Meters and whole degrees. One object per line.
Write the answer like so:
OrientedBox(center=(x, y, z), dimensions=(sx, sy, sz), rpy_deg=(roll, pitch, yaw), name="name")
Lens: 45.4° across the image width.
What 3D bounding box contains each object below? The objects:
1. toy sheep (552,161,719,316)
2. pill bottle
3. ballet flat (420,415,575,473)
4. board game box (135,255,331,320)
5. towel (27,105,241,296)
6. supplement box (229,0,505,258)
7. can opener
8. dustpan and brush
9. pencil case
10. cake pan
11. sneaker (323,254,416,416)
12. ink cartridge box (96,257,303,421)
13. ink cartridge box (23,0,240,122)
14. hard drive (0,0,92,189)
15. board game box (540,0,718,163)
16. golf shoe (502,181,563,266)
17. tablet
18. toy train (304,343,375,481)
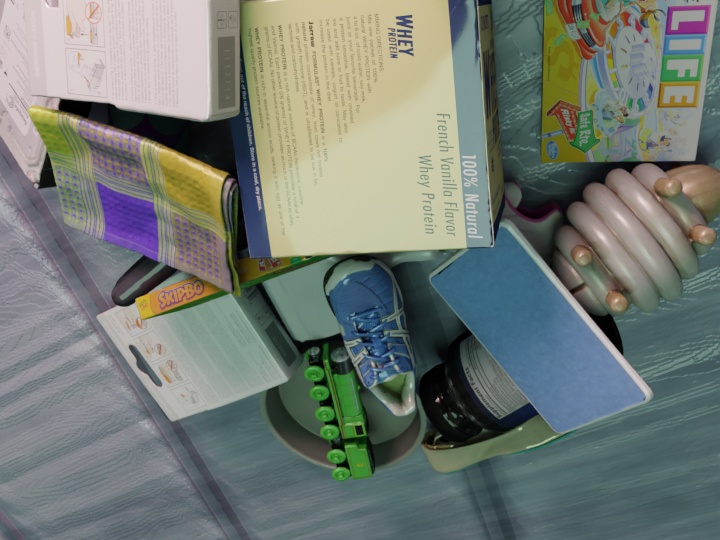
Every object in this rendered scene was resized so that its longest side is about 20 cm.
OrientedBox(center=(0.236, -0.022, 0.761), dimensions=(0.199, 0.138, 0.138), rpy_deg=(-35, 115, 10), name="toy sheep")
OrientedBox(center=(0.158, 0.097, 0.887), dimensions=(0.112, 0.112, 0.200), rpy_deg=(40, 125, -18), name="pill bottle")
OrientedBox(center=(0.154, 0.180, 0.985), dimensions=(0.199, 0.070, 0.070), rpy_deg=(-28, 117, 28), name="ballet flat")
OrientedBox(center=(-0.108, 0.002, 0.823), dimensions=(0.198, 0.095, 0.030), rpy_deg=(-17, 90, 19), name="board game box")
OrientedBox(center=(-0.187, -0.058, 0.734), dimensions=(0.198, 0.023, 0.144), rpy_deg=(23, 142, 12), name="towel")
OrientedBox(center=(0.010, -0.126, 0.700), dimensions=(0.198, 0.134, 0.202), rpy_deg=(-3, 107, 14), name="supplement box")
OrientedBox(center=(-0.163, -0.032, 0.844), dimensions=(0.199, 0.063, 0.079), rpy_deg=(-36, 97, -5), name="can opener")
OrientedBox(center=(0.000, 0.000, 0.892), dimensions=(0.198, 0.057, 0.140), rpy_deg=(-7, 127, 25), name="dustpan and brush")
OrientedBox(center=(-0.204, -0.136, 0.803), dimensions=(0.091, 0.086, 0.201), rpy_deg=(6, 129, -9), name="pencil case")
OrientedBox(center=(-0.019, 0.159, 1.018), dimensions=(0.198, 0.037, 0.202), rpy_deg=(6, 127, 7), name="cake pan")
OrientedBox(center=(0.021, 0.066, 0.858), dimensions=(0.075, 0.077, 0.201), rpy_deg=(-24, 132, 1), name="sneaker")
OrientedBox(center=(-0.183, 0.076, 0.970), dimensions=(0.199, 0.047, 0.161), rpy_deg=(-23, 107, 34), name="ink cartridge box")
OrientedBox(center=(-0.172, -0.222, 0.635), dimensions=(0.175, 0.045, 0.202), rpy_deg=(12, 110, 24), name="ink cartridge box")
OrientedBox(center=(-0.283, -0.191, 0.759), dimensions=(0.140, 0.038, 0.201), rpy_deg=(52, 133, 21), name="hard drive")
OrientedBox(center=(0.217, -0.185, 0.710), dimensions=(0.133, 0.034, 0.202), rpy_deg=(0, 126, 11), name="board game box")
OrientedBox(center=(0.100, -0.057, 0.818), dimensions=(0.198, 0.075, 0.092), rpy_deg=(21, 113, -7), name="golf shoe")
OrientedBox(center=(0.157, 0.055, 0.775), dimensions=(0.200, 0.014, 0.130), rpy_deg=(50, 143, 0), name="tablet")
OrientedBox(center=(-0.020, 0.164, 0.974), dimensions=(0.056, 0.042, 0.202), rpy_deg=(-8, 125, 5), name="toy train")
